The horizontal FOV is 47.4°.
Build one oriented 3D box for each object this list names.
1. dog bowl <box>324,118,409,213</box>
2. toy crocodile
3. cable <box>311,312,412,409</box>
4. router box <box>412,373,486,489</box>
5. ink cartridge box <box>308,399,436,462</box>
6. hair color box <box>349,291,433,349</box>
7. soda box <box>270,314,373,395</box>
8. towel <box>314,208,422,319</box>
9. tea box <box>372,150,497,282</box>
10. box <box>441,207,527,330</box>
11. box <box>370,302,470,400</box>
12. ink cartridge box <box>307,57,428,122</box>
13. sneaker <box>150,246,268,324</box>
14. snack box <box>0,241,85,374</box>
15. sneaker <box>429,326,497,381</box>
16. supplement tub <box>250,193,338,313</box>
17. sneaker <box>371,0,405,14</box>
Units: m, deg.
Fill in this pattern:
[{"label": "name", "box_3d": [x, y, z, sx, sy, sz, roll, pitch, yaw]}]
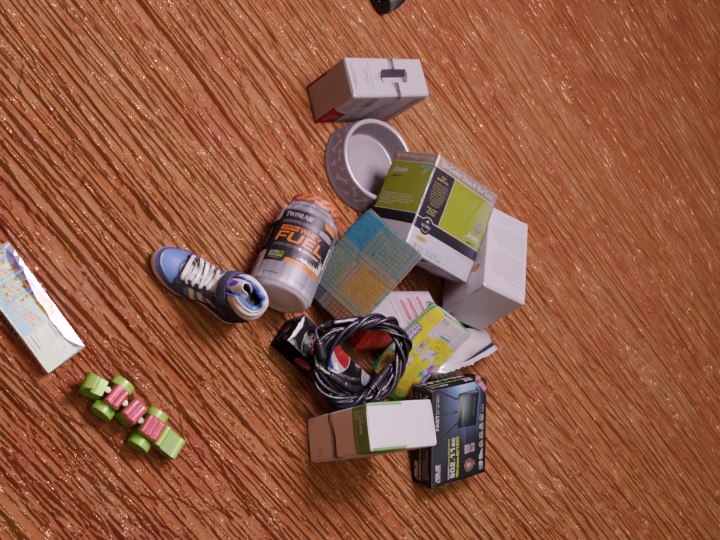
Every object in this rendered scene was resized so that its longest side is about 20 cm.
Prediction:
[{"label": "dog bowl", "box_3d": [0.024, -0.220, 1.691, 0.199, 0.059, 0.202, 10, 72, -33]}, {"label": "toy crocodile", "box_3d": [-0.360, 0.228, 1.297, 0.200, 0.062, 0.068, 46, 57, -18]}, {"label": "cable", "box_3d": [0.009, 0.162, 1.478, 0.198, 0.051, 0.165, -5, 85, -24]}, {"label": "router box", "box_3d": [0.177, 0.315, 1.627, 0.149, 0.062, 0.202, -6, 99, -36]}, {"label": "ink cartridge box", "box_3d": [0.016, 0.289, 1.467, 0.145, 0.199, 0.085, 4, 73, -35]}, {"label": "hair color box", "box_3d": [0.064, 0.096, 1.613, 0.199, 0.061, 0.102, 1, 49, -35]}, {"label": "soda box", "box_3d": [-0.066, 0.173, 1.515, 0.200, 0.071, 0.064, 45, 58, -18]}, {"label": "towel", "box_3d": [0.000, 0.000, 1.536, 0.147, 0.022, 0.200, 44, 94, 19]}, {"label": "tea box", "box_3d": [0.143, -0.109, 1.650, 0.199, 0.133, 0.198, 28, 82, -40]}, {"label": "box", "box_3d": [0.262, -0.003, 1.721, 0.106, 0.152, 0.201, 23, 55, -21]}, {"label": "box", "box_3d": [0.109, 0.164, 1.589, 0.200, 0.048, 0.117, -47, 138, 7]}, {"label": "ink cartridge box", "box_3d": [0.016, -0.366, 1.668, 0.199, 0.144, 0.084, -9, 83, -37]}, {"label": "sneaker", "box_3d": [-0.244, 0.015, 1.382, 0.200, 0.146, 0.081, 40, 58, -21]}, {"label": "snack box", "box_3d": [-0.511, 0.058, 1.255, 0.072, 0.024, 0.201, -40, 102, -35]}, {"label": "sneaker", "box_3d": [0.199, 0.170, 1.716, 0.199, 0.076, 0.081, -21, 82, -44]}, {"label": "supplement tub", "box_3d": [-0.117, -0.033, 1.501, 0.122, 0.122, 0.201, 33, 61, -24]}, {"label": "sneaker", "box_3d": [0.047, -0.680, 1.817, 0.114, 0.076, 0.200, -39, 104, -38]}]
